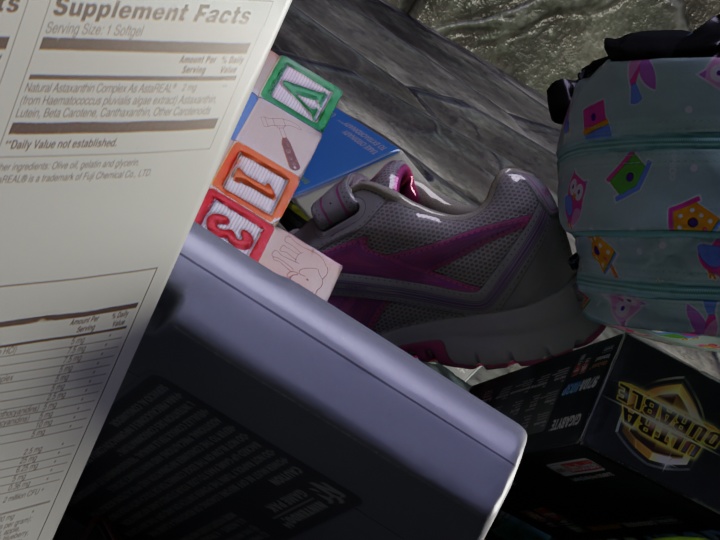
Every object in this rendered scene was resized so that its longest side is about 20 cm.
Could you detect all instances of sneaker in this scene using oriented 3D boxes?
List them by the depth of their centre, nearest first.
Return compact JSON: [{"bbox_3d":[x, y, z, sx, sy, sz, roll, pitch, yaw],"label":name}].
[{"bbox_3d":[0.000,0.000,0.872,0.200,0.088,0.081,-8,5,9],"label":"sneaker"}]

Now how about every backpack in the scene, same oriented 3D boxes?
[{"bbox_3d":[0.146,-0.030,0.766,0.167,0.127,0.200,-4,-3,12],"label":"backpack"}]

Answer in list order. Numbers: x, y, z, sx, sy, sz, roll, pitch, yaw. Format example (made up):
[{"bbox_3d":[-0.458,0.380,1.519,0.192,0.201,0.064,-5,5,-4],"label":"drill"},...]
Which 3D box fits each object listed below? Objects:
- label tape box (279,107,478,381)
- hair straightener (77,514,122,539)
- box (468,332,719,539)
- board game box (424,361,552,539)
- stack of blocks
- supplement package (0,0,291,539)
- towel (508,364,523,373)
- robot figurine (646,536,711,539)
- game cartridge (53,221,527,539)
[{"bbox_3d":[-0.012,-0.043,1.099,0.200,0.066,0.143,51,-7,-34],"label":"label tape box"},{"bbox_3d":[-0.072,0.127,0.534,0.077,0.041,0.200,18,23,-35],"label":"hair straightener"},{"bbox_3d":[0.129,0.090,0.806,0.159,0.046,0.200,28,-14,-8],"label":"box"},{"bbox_3d":[0.037,0.085,0.974,0.135,0.028,0.200,35,13,8],"label":"board game box"},{"bbox_3d":[-0.071,-0.005,0.753,0.115,0.059,0.200,30,44,-7],"label":"stack of blocks"},{"bbox_3d":[-0.142,-0.024,0.464,0.152,0.200,0.151,40,27,30],"label":"supplement package"},{"bbox_3d":[0.140,0.121,0.988,0.200,0.036,0.148,46,15,-3],"label":"towel"},{"bbox_3d":[0.141,0.165,0.718,0.200,0.116,0.176,28,17,-21],"label":"robot figurine"},{"bbox_3d":[-0.040,0.054,0.593,0.133,0.042,0.200,29,-27,-15],"label":"game cartridge"}]
